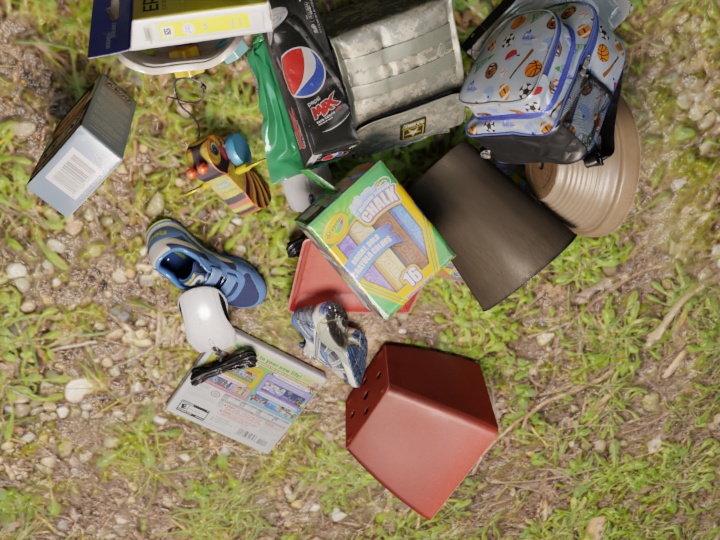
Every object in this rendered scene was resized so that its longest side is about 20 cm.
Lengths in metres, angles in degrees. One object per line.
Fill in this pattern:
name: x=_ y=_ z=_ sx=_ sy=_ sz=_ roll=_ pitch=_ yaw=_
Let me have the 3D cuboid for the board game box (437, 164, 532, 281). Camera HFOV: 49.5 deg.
board game box: x=0.180 y=-0.061 z=1.191 sx=0.156 sy=0.039 sz=0.202 roll=9 pitch=117 yaw=-16

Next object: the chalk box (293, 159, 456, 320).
chalk box: x=0.002 y=-0.059 z=0.992 sx=0.124 sy=0.124 sz=0.200 roll=-40 pitch=104 yaw=-5

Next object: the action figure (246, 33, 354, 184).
action figure: x=-0.096 y=-0.226 z=1.012 sx=0.117 sy=0.055 sz=0.202 roll=-22 pitch=100 yaw=-14

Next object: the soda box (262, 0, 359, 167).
soda box: x=-0.065 y=-0.235 z=0.953 sx=0.063 sy=0.071 sz=0.202 roll=-18 pitch=88 yaw=-14

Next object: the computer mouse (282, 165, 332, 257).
computer mouse: x=-0.075 y=-0.115 z=1.101 sx=0.109 sy=0.044 sz=0.201 roll=-16 pitch=121 yaw=-2

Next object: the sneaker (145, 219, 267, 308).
sneaker: x=-0.223 y=0.008 z=1.129 sx=0.199 sy=0.082 sz=0.074 roll=30 pitch=109 yaw=-26

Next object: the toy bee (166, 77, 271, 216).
toy bee: x=-0.196 y=-0.136 z=1.034 sx=0.199 sy=0.109 sz=0.131 roll=36 pitch=126 yaw=-22

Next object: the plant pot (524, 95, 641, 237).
plant pot: x=0.287 y=-0.146 z=1.069 sx=0.092 sy=0.201 sz=0.203 roll=-2 pitch=120 yaw=-13

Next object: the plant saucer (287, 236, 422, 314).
plant saucer: x=0.000 y=0.000 z=1.153 sx=0.198 sy=0.037 sz=0.200 roll=2 pitch=148 yaw=-12

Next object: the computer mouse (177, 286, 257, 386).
computer mouse: x=-0.220 y=0.101 z=1.149 sx=0.109 sy=0.044 sz=0.201 roll=-12 pitch=139 yaw=-3

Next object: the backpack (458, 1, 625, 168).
backpack: x=0.228 y=-0.238 z=0.974 sx=0.154 sy=0.199 sz=0.192 roll=39 pitch=75 yaw=-37

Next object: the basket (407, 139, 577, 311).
basket: x=0.169 y=-0.070 z=1.095 sx=0.200 sy=0.136 sz=0.180 roll=49 pitch=133 yaw=3

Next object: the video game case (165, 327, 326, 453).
video game case: x=-0.186 y=0.197 z=1.278 sx=0.199 sy=0.022 sz=0.183 roll=30 pitch=110 yaw=-23

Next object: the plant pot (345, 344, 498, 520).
plant pot: x=0.082 y=0.237 z=1.262 sx=0.175 sy=0.200 sz=0.201 roll=28 pitch=111 yaw=-14

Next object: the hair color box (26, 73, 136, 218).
hair color box: x=-0.331 y=-0.156 z=0.945 sx=0.099 sy=0.200 sz=0.061 roll=-42 pitch=118 yaw=13

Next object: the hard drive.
hard drive: x=0.253 y=-0.328 z=1.058 sx=0.139 sy=0.038 sz=0.200 roll=38 pitch=105 yaw=-27

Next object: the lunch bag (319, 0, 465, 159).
lunch bag: x=0.047 y=-0.248 z=1.019 sx=0.163 sy=0.118 sz=0.201 roll=-19 pitch=127 yaw=-4

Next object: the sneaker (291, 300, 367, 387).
sneaker: x=-0.048 y=0.115 z=1.235 sx=0.084 sy=0.078 sz=0.201 roll=0 pitch=140 yaw=24

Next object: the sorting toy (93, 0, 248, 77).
sorting toy: x=-0.210 y=-0.271 z=0.916 sx=0.198 sy=0.180 sz=0.108 roll=-8 pitch=121 yaw=-6

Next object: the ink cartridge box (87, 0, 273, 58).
ink cartridge box: x=-0.207 y=-0.319 z=0.879 sx=0.198 sy=0.199 sz=0.047 roll=-8 pitch=137 yaw=-7
